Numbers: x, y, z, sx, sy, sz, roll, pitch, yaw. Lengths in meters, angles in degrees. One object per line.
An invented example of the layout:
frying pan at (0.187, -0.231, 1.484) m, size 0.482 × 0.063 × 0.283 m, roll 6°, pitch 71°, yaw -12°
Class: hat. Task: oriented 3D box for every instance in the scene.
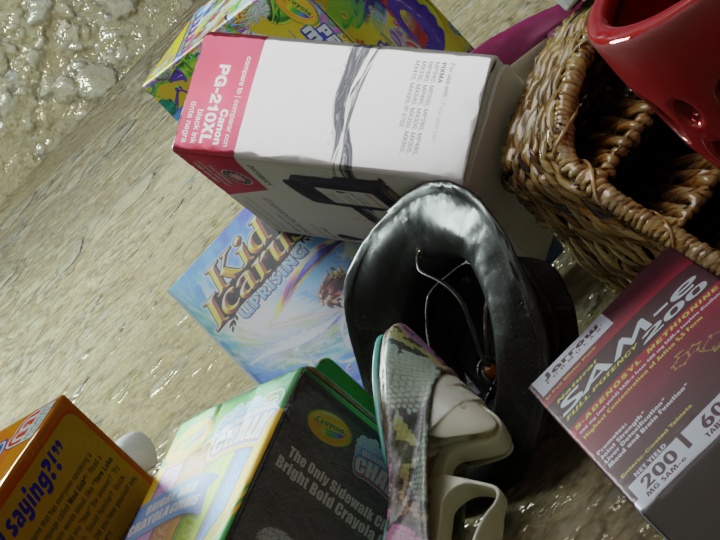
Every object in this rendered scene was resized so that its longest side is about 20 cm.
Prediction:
hat at (0.072, 0.039, 1.210) m, size 0.081 × 0.202 × 0.200 m, roll -9°, pitch -3°, yaw -31°

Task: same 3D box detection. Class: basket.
basket at (0.188, -0.100, 1.186) m, size 0.200 × 0.143 × 0.149 m, roll -50°, pitch 16°, yaw -17°

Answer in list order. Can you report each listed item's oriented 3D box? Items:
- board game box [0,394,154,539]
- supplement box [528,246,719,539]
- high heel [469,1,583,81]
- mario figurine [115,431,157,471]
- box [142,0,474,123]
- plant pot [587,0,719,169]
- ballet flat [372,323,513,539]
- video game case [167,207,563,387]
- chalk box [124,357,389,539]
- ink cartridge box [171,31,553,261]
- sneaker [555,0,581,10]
board game box at (-0.197, 0.233, 1.221) m, size 0.200 × 0.200 × 0.200 m, roll -29°, pitch 22°, yaw 44°
supplement box at (0.158, 0.064, 1.013) m, size 0.109 × 0.061 × 0.200 m, roll -45°, pitch 15°, yaw 1°
high heel at (0.091, -0.148, 1.612) m, size 0.199 × 0.067 × 0.096 m, roll -26°, pitch 28°, yaw 9°
mario figurine at (-0.211, 0.194, 1.622) m, size 0.123 × 0.106 × 0.200 m, roll -7°, pitch 35°, yaw 2°
box at (-0.033, -0.157, 1.763) m, size 0.192 × 0.200 × 0.122 m, roll -31°, pitch 21°, yaw 39°
plant pot at (0.239, -0.119, 1.035) m, size 0.200 × 0.182 × 0.201 m, roll -41°, pitch 17°, yaw 15°
ballet flat at (0.044, 0.114, 1.113) m, size 0.071 × 0.069 × 0.201 m, roll -15°, pitch 52°, yaw 25°
video game case at (0.000, 0.000, 1.384) m, size 0.200 × 0.045 × 0.181 m, roll -47°, pitch 56°, yaw 0°
chalk box at (-0.042, 0.143, 1.170) m, size 0.124 × 0.124 × 0.200 m, roll -27°, pitch 29°, yaw 45°
ink cartridge box at (0.011, -0.073, 1.296) m, size 0.199 × 0.145 × 0.085 m, roll 8°, pitch 75°, yaw 28°
sneaker at (0.116, -0.200, 1.182) m, size 0.073 × 0.085 × 0.200 m, roll -43°, pitch -3°, yaw 3°
